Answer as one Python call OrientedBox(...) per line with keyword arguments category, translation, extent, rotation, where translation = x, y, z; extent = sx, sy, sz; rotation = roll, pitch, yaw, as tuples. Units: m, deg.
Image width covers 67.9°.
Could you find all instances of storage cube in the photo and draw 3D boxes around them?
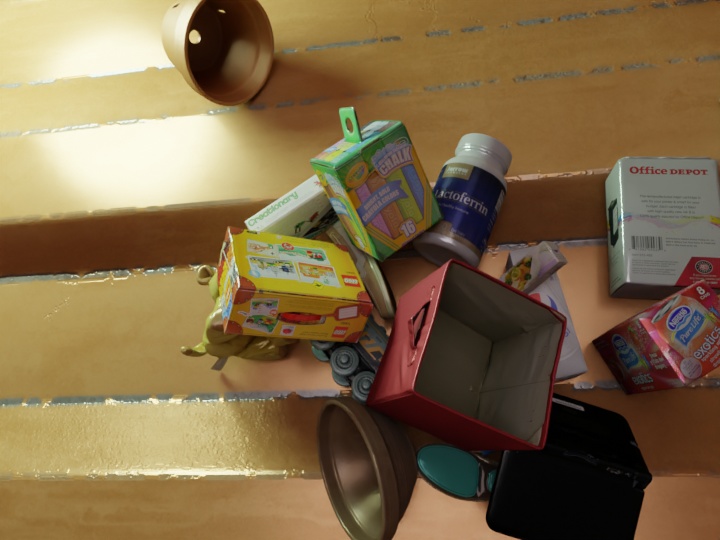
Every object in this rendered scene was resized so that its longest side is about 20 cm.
OrientedBox(category="storage cube", translation=(0.130, 0.119, 0.696), extent=(0.197, 0.180, 0.174), rotation=(24, 66, -8))

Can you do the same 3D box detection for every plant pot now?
OrientedBox(category="plant pot", translation=(-0.282, -0.431, 1.014), extent=(0.139, 0.200, 0.202), rotation=(29, 79, 34))
OrientedBox(category="plant pot", translation=(0.017, 0.274, 0.761), extent=(0.091, 0.201, 0.204), rotation=(-10, 68, -29))

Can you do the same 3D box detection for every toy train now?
OrientedBox(category="toy train", translation=(0.001, 0.131, 0.846), extent=(0.113, 0.086, 0.200), rotation=(-36, 68, -17))

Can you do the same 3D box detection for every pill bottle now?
OrientedBox(category="pill bottle", translation=(0.170, -0.111, 0.870), extent=(0.114, 0.116, 0.203), rotation=(20, 77, 15))

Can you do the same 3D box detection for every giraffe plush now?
OrientedBox(category="giraffe plush", translation=(-0.197, 0.054, 0.878), extent=(0.198, 0.171, 0.165), rotation=(-29, 54, 36))

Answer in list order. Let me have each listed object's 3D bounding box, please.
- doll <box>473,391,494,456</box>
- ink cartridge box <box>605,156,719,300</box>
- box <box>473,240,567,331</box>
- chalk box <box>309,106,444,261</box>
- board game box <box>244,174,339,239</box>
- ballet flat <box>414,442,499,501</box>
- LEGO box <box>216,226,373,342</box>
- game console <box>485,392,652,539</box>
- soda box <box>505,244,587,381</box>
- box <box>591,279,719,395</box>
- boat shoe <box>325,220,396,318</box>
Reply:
OrientedBox(category="doll", translation=(0.181, 0.204, 0.806), extent=(0.197, 0.049, 0.138), rotation=(25, 79, 16))
OrientedBox(category="ink cartridge box", translation=(0.465, -0.063, 0.823), extent=(0.142, 0.083, 0.205), rotation=(3, 74, 11))
OrientedBox(category="box", translation=(0.217, 0.034, 0.800), extent=(0.200, 0.041, 0.039), rotation=(-47, 60, 31))
OrientedBox(category="chalk box", translation=(0.013, -0.140, 0.789), extent=(0.123, 0.124, 0.202), rotation=(-34, 114, -10))
OrientedBox(category="board game box", translation=(-0.085, -0.100, 0.902), extent=(0.198, 0.126, 0.035), rotation=(-34, 70, -3))
OrientedBox(category="ballet flat", translation=(0.169, 0.299, 0.767), extent=(0.196, 0.066, 0.072), rotation=(16, 69, 6))
OrientedBox(category="LEGO box", translation=(-0.099, 0.021, 0.779), extent=(0.196, 0.078, 0.150), rotation=(8, 33, -25))
OrientedBox(category="game console", translation=(0.275, 0.272, 0.739), extent=(0.196, 0.177, 0.118), rotation=(17, 119, -1))
OrientedBox(category="soda box", translation=(0.281, 0.067, 0.822), extent=(0.062, 0.068, 0.204), rotation=(-12, 72, 5))
OrientedBox(category="box", translation=(0.406, 0.098, 0.721), extent=(0.098, 0.200, 0.097), rotation=(-28, 72, -1))
OrientedBox(category="boat shoe", translation=(0.000, 0.000, 0.891), extent=(0.065, 0.074, 0.202), rotation=(-27, 61, 3))
